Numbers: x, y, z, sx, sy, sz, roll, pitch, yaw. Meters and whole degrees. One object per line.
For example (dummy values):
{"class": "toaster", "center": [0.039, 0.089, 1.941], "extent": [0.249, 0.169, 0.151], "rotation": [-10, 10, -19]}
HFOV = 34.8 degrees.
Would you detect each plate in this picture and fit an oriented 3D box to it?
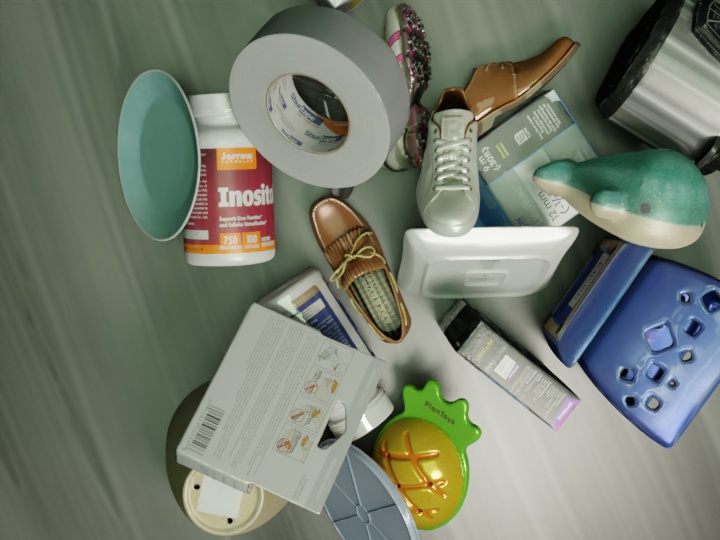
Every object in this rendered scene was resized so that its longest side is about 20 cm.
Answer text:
{"class": "plate", "center": [0.146, -0.004, 1.364], "extent": [0.197, 0.200, 0.033], "rotation": [0, 71, -1]}
{"class": "plate", "center": [-0.233, -0.136, 1.361], "extent": [0.025, 0.199, 0.203], "rotation": [-7, 99, -39]}

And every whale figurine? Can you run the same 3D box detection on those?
{"class": "whale figurine", "center": [0.300, -0.099, 1.308], "extent": [0.199, 0.159, 0.105], "rotation": [24, 111, 27]}

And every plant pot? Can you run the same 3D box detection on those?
{"class": "plant pot", "center": [0.336, 0.068, 1.380], "extent": [0.179, 0.200, 0.201], "rotation": [35, 95, 1]}
{"class": "plant pot", "center": [-0.156, 0.241, 1.381], "extent": [0.185, 0.200, 0.190], "rotation": [0, 97, -1]}

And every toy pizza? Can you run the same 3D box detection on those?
{"class": "toy pizza", "center": [0.014, 0.292, 1.410], "extent": [0.032, 0.200, 0.202], "rotation": [-28, 97, -30]}

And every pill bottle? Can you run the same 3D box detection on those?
{"class": "pill bottle", "center": [-0.046, 0.107, 1.413], "extent": [0.110, 0.111, 0.201], "rotation": [-33, 96, 2]}
{"class": "pill bottle", "center": [-0.162, -0.111, 1.383], "extent": [0.111, 0.113, 0.203], "rotation": [-3, 97, -1]}

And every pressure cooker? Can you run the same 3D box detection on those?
{"class": "pressure cooker", "center": [0.400, -0.213, 1.355], "extent": [0.199, 0.179, 0.177], "rotation": [32, 96, -1]}

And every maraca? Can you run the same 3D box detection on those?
{"class": "maraca", "center": [0.079, 0.231, 1.421], "extent": [0.136, 0.107, 0.202], "rotation": [28, 117, 22]}

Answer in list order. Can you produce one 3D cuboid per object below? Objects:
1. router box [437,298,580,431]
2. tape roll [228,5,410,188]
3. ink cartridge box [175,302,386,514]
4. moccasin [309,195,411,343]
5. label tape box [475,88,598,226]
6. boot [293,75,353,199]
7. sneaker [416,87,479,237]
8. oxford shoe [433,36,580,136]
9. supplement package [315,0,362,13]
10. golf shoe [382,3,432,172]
{"class": "router box", "center": [0.172, 0.107, 1.373], "extent": [0.149, 0.200, 0.051], "rotation": [38, 94, -5]}
{"class": "tape roll", "center": [-0.046, -0.192, 1.286], "extent": [0.198, 0.066, 0.202], "rotation": [17, 137, 16]}
{"class": "ink cartridge box", "center": [-0.086, 0.156, 1.286], "extent": [0.172, 0.044, 0.201], "rotation": [23, 62, 6]}
{"class": "moccasin", "center": [-0.002, 0.001, 1.418], "extent": [0.073, 0.078, 0.203], "rotation": [-23, 97, 1]}
{"class": "label tape box", "center": [0.192, -0.107, 1.417], "extent": [0.199, 0.066, 0.144], "rotation": [-35, 96, 1]}
{"class": "boot", "center": [-0.064, -0.190, 1.409], "extent": [0.130, 0.070, 0.203], "rotation": [2, 91, 6]}
{"class": "sneaker", "center": [0.098, -0.128, 1.298], "extent": [0.072, 0.201, 0.085], "rotation": [-1, 138, 4]}
{"class": "oxford shoe", "center": [0.177, -0.231, 1.401], "extent": [0.199, 0.071, 0.072], "rotation": [-35, 92, 4]}
{"class": "supplement package", "center": [-0.020, -0.396, 1.310], "extent": [0.151, 0.200, 0.151], "rotation": [-40, 96, 3]}
{"class": "golf shoe", "center": [0.039, -0.222, 1.396], "extent": [0.091, 0.072, 0.203], "rotation": [-4, 87, 26]}
